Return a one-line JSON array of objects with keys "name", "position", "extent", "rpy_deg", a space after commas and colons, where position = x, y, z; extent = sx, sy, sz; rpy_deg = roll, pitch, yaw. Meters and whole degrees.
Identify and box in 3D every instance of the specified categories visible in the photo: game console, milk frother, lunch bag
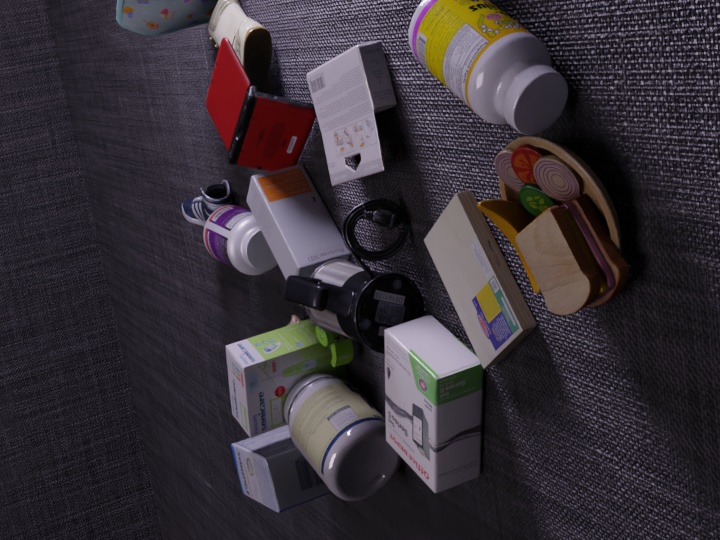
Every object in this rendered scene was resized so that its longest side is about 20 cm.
[{"name": "game console", "position": [-0.170, -0.273, 1.870], "extent": [0.200, 0.170, 0.120], "rpy_deg": [121, 155, -59]}, {"name": "milk frother", "position": [0.000, 0.000, 1.676], "extent": [0.202, 0.179, 0.187], "rpy_deg": [-62, 27, -7]}, {"name": "lunch bag", "position": [-0.345, -0.518, 1.996], "extent": [0.123, 0.197, 0.171], "rpy_deg": [66, 155, 16]}]

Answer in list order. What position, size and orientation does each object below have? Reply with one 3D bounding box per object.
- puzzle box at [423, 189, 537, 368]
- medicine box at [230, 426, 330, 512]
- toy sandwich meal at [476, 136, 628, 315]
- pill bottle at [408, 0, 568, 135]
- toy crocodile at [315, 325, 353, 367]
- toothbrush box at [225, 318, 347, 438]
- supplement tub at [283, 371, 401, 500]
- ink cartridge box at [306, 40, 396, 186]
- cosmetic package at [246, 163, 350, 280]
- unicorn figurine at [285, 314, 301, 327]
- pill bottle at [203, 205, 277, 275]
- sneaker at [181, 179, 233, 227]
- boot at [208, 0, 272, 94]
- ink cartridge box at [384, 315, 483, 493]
[{"name": "puzzle box", "position": [0.153, 0.014, 1.449], "extent": [0.202, 0.025, 0.133], "rpy_deg": [66, 154, 17]}, {"name": "medicine box", "position": [-0.118, 0.352, 2.050], "extent": [0.199, 0.180, 0.105], "rpy_deg": [-2, 103, 65]}, {"name": "toy sandwich meal", "position": [0.204, -0.046, 1.204], "extent": [0.205, 0.070, 0.207], "rpy_deg": [45, 154, 29]}, {"name": "pill bottle", "position": [0.142, -0.231, 1.228], "extent": [0.200, 0.103, 0.105], "rpy_deg": [50, 147, 41]}, {"name": "toy crocodile", "position": [-0.065, 0.066, 1.880], "extent": [0.202, 0.067, 0.062], "rpy_deg": [61, 152, 6]}, {"name": "toothbrush box", "position": [-0.127, 0.183, 1.948], "extent": [0.086, 0.197, 0.148], "rpy_deg": [40, 138, 51]}, {"name": "supplement tub", "position": [-0.034, 0.274, 1.867], "extent": [0.200, 0.143, 0.147], "rpy_deg": [42, 141, 50]}, {"name": "ink cartridge box", "position": [-0.008, -0.225, 1.628], "extent": [0.199, 0.044, 0.179], "rpy_deg": [-5, 99, 66]}, {"name": "cosmetic package", "position": [-0.107, -0.074, 1.867], "extent": [0.202, 0.100, 0.072], "rpy_deg": [61, 152, 26]}, {"name": "unicorn figurine", "position": [-0.134, 0.157, 2.120], "extent": [0.201, 0.073, 0.139], "rpy_deg": [-57, 42, 42]}, {"name": "pill bottle", "position": [-0.218, -0.056, 2.105], "extent": [0.199, 0.111, 0.114], "rpy_deg": [23, 125, 60]}, {"name": "sneaker", "position": [-0.319, -0.145, 2.320], "extent": [0.199, 0.069, 0.110], "rpy_deg": [32, 138, 47]}, {"name": "boot", "position": [-0.218, -0.370, 1.967], "extent": [0.155, 0.071, 0.202], "rpy_deg": [51, 142, 40]}, {"name": "ink cartridge box", "position": [0.103, 0.191, 1.591], "extent": [0.145, 0.083, 0.203], "rpy_deg": [41, 140, 51]}]
